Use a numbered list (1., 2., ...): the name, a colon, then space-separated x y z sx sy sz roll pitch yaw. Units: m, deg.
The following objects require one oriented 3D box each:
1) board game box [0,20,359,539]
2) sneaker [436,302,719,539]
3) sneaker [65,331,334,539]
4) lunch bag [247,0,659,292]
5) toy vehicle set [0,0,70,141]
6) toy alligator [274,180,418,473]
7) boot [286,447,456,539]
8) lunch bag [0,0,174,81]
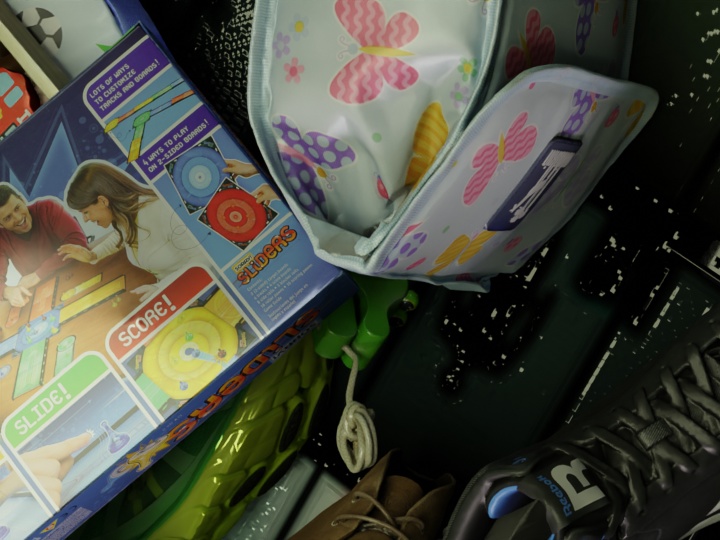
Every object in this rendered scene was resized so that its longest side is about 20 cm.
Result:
1. board game box: -0.119 0.018 0.956 0.200 0.034 0.136 -39 73 1
2. sneaker: 0.113 0.073 0.954 0.200 0.112 0.073 -45 71 20
3. sneaker: -0.086 0.084 1.080 0.084 0.074 0.200 45 109 17
4. lunch bag: 0.041 -0.094 0.963 0.127 0.169 0.201 8 90 25
5. toy vehicle set: -0.167 -0.035 1.021 0.124 0.026 0.200 -44 74 11
6. toy alligator: 0.000 0.000 1.028 0.059 0.054 0.201 -58 38 45
7. boot: -0.006 0.114 0.969 0.073 0.200 0.076 30 100 6
8. lunch bag: -0.160 -0.059 1.096 0.200 0.124 0.170 -41 72 31
